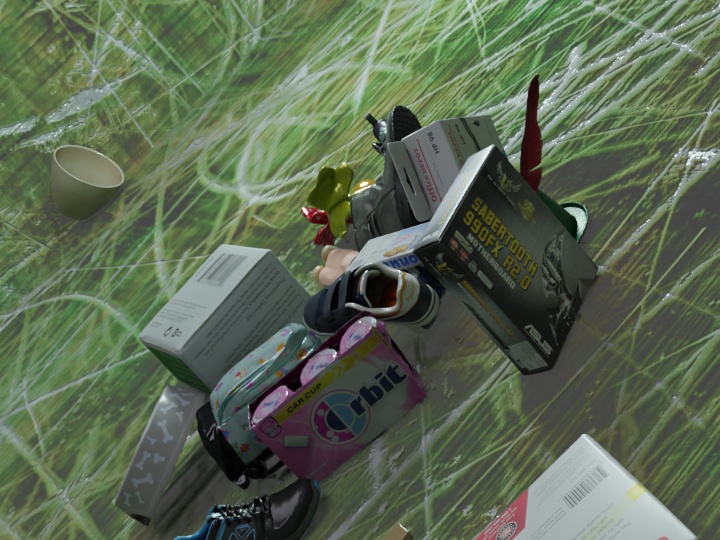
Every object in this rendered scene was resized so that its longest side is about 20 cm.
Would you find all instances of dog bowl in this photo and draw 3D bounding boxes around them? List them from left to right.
[{"bbox_3d":[-0.277,0.250,1.754,0.200,0.058,0.203,-156,89,-85],"label":"dog bowl"}]

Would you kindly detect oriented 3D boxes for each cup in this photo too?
[{"bbox_3d":[-0.760,-0.225,3.463,0.144,0.198,0.201,-61,13,25],"label":"cup"}]

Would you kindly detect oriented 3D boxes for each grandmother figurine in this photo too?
[{"bbox_3d":[0.000,0.000,1.873,0.199,0.060,0.123,14,86,62],"label":"grandmother figurine"}]

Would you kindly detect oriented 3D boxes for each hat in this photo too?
[{"bbox_3d":[0.171,-0.090,1.570,0.165,0.176,0.201,-15,34,49],"label":"hat"}]

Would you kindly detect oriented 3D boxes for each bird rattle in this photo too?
[{"bbox_3d":[-0.006,-0.094,2.009,0.161,0.114,0.200,-21,-14,-5],"label":"bird rattle"}]

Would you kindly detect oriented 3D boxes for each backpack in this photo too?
[{"bbox_3d":[-0.117,0.167,1.660,0.199,0.127,0.167,-39,18,-2],"label":"backpack"}]

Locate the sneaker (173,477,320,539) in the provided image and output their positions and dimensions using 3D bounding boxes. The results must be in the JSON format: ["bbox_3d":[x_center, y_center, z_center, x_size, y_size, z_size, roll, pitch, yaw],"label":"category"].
[{"bbox_3d":[-0.134,0.303,1.493,0.199,0.082,0.073,-39,20,6],"label":"sneaker"}]

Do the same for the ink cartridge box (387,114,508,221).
[{"bbox_3d":[0.127,-0.139,1.710,0.066,0.117,0.199,-25,-4,32],"label":"ink cartridge box"}]

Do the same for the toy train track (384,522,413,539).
[{"bbox_3d":[-0.010,0.345,1.276,0.201,0.032,0.114,-51,29,-6],"label":"toy train track"}]

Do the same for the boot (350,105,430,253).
[{"bbox_3d":[0.030,-0.120,1.779,0.130,0.067,0.203,-25,61,42],"label":"boot"}]

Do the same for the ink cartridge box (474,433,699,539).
[{"bbox_3d":[0.193,0.244,1.033,0.145,0.084,0.200,-42,21,0],"label":"ink cartridge box"}]

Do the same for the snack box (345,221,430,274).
[{"bbox_3d":[0.069,-0.031,1.659,0.198,0.024,0.072,-16,27,44],"label":"snack box"}]

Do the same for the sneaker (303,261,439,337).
[{"bbox_3d":[-0.003,0.033,1.598,0.198,0.079,0.080,-9,60,34],"label":"sneaker"}]

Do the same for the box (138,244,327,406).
[{"bbox_3d":[-0.176,0.093,1.838,0.201,0.172,0.198,-49,22,-16],"label":"box"}]

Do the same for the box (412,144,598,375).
[{"bbox_3d":[0.164,-0.011,1.404,0.048,0.200,0.159,-21,28,49],"label":"box"}]

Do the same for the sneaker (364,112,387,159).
[{"bbox_3d":[0.050,-0.184,1.910,0.077,0.141,0.200,-39,-11,6],"label":"sneaker"}]

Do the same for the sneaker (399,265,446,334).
[{"bbox_3d":[0.099,0.000,1.667,0.084,0.075,0.201,-33,23,31],"label":"sneaker"}]

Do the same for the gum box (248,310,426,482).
[{"bbox_3d":[-0.025,0.154,1.540,0.199,0.114,0.066,-39,21,7],"label":"gum box"}]
